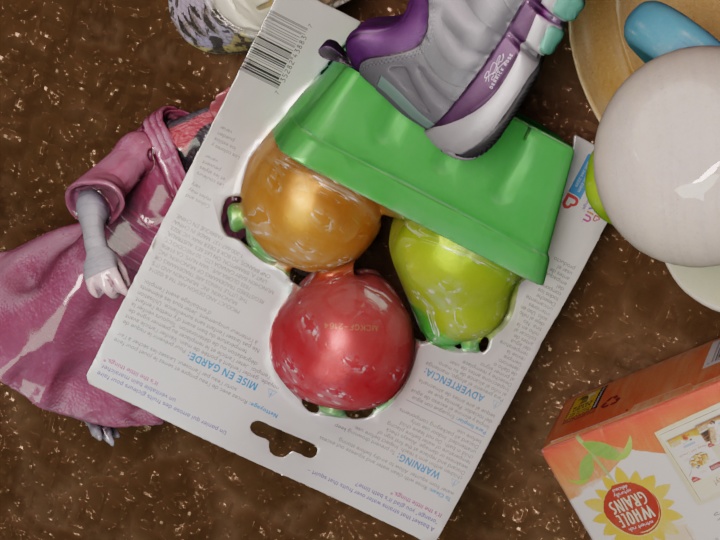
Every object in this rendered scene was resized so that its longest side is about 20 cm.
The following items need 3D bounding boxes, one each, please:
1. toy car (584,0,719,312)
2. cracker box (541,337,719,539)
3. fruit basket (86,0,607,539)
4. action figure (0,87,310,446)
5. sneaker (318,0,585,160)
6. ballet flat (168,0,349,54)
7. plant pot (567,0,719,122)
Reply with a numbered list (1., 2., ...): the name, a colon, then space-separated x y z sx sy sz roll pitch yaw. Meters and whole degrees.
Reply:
1. toy car: 0.185 -0.068 0.760 0.198 0.175 0.152 -5 77 22
2. cracker box: 0.194 0.133 0.923 0.133 0.058 0.201 -24 103 28
3. fruit basket: 0.000 0.000 0.879 0.184 0.094 0.201 25 105 -12
4. action figure: -0.105 -0.019 0.959 0.201 0.133 0.149 -56 46 19
5. sneaker: 0.065 -0.146 0.778 0.087 0.074 0.201 33 101 -2
6. ballet flat: -0.018 -0.149 0.863 0.199 0.072 0.072 -25 104 28
7. plant pot: 0.188 -0.111 0.829 0.198 0.028 0.202 8 116 16
